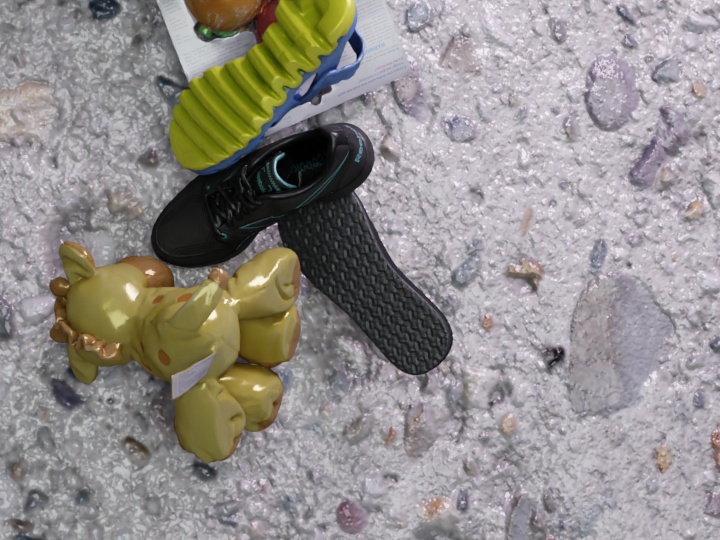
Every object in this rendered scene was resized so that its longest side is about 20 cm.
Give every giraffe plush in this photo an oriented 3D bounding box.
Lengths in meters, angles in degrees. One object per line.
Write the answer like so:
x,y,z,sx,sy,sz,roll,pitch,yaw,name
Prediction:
-0.159,0.047,1.314,0.161,0.200,0.174,17,97,24,giraffe plush

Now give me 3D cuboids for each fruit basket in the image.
-0.074,-0.223,1.387,0.184,0.094,0.202,-25,106,-12,fruit basket

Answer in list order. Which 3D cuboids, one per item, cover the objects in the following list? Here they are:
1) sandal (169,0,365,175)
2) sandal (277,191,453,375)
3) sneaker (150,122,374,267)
-0.066,-0.146,1.331,0.199,0.087,0.080,-38,67,16,sandal
0.000,0.001,1.386,0.075,0.048,0.201,-37,87,9,sandal
-0.087,-0.067,1.340,0.199,0.079,0.076,-28,81,10,sneaker
